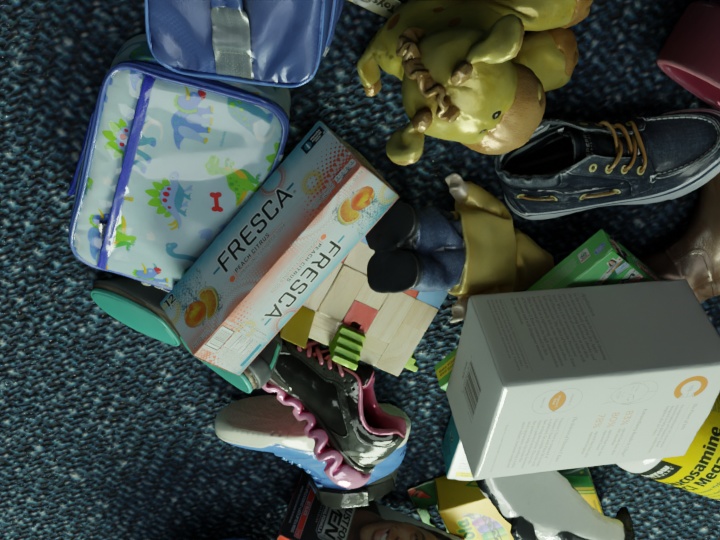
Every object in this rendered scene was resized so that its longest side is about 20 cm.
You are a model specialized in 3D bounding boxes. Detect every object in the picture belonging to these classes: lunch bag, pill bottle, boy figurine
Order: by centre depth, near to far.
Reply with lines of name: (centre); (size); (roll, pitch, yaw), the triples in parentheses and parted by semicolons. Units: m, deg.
lunch bag: (-0.075, -0.234, 0.703); (0.133, 0.133, 0.202); (5, 125, 2)
lunch bag: (-0.152, -0.081, 0.848); (0.159, 0.083, 0.202); (17, 121, -13)
boy figurine: (0.093, -0.019, 0.881); (0.064, 0.127, 0.198); (-11, 172, 43)
pill bottle: (0.316, 0.157, 1.031); (0.197, 0.113, 0.113); (19, 122, -17)

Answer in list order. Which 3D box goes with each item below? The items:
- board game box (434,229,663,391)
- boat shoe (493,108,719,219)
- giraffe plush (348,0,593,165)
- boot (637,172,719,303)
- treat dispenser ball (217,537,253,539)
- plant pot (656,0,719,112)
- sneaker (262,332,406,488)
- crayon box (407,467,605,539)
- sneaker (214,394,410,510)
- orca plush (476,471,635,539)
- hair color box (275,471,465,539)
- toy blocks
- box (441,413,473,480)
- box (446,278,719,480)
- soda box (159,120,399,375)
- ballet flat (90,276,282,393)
board game box: (0.182, 0.063, 0.929); (0.134, 0.029, 0.200); (32, 118, -35)
boat shoe: (0.208, -0.093, 0.843); (0.197, 0.072, 0.091); (-16, 161, 14)
giraffe plush: (0.081, -0.154, 0.761); (0.197, 0.163, 0.175); (6, 125, -9)
boot: (0.268, -0.016, 0.942); (0.198, 0.065, 0.187); (-24, 121, 18)
treat dispenser ball: (-0.137, 0.392, 1.106); (0.197, 0.202, 0.203); (-2, 126, -3)
plant pot: (0.348, -0.182, 0.759); (0.198, 0.200, 0.181); (25, 104, -21)
sneaker: (-0.031, 0.099, 0.954); (0.095, 0.079, 0.201); (-37, 93, 28)
crayon box: (0.164, 0.268, 1.135); (0.197, 0.051, 0.128); (-19, 125, 10)
sneaker: (-0.052, 0.193, 1.048); (0.197, 0.077, 0.113); (2, 116, -14)
orca plush: (0.190, 0.235, 1.063); (0.197, 0.107, 0.071); (14, 166, -23)
hair color box: (0.010, 0.301, 1.085); (0.197, 0.102, 0.062); (23, 122, -1)
toy blocks: (0.000, 0.000, 0.918); (0.198, 0.100, 0.138); (25, 108, -18)
box: (0.144, 0.125, 1.033); (0.081, 0.049, 0.202); (7, 124, -10)
box: (0.185, 0.090, 0.862); (0.197, 0.098, 0.126); (-3, 135, -13)
soda box: (-0.065, -0.015, 0.820); (0.200, 0.069, 0.063); (-47, 143, 7)
ballet flat: (-0.151, 0.041, 0.924); (0.198, 0.073, 0.074); (25, 130, 25)
